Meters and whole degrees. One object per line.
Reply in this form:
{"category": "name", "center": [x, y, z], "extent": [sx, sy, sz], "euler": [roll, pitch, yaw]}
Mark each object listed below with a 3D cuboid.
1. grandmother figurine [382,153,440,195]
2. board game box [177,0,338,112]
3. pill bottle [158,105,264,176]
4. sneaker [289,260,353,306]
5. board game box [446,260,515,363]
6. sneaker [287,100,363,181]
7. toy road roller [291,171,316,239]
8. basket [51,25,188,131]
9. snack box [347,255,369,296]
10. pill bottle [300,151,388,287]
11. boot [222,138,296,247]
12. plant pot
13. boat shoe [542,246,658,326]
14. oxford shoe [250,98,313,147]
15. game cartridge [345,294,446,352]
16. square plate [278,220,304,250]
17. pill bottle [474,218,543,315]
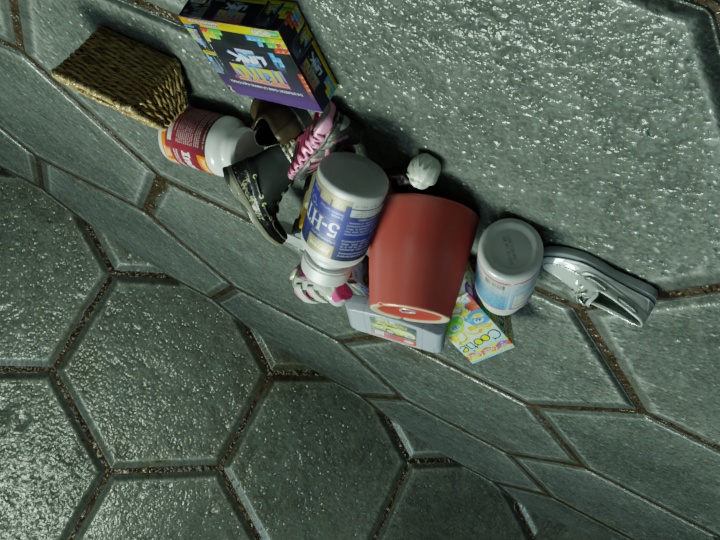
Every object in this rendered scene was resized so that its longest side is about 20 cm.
{"category": "grandmother figurine", "center": [0.071, -0.146, 1.245], "extent": [0.118, 0.062, 0.199], "euler": [6, 168, -22]}
{"category": "board game box", "center": [-0.150, -0.323, 1.107], "extent": [0.196, 0.058, 0.166], "euler": [19, 158, 31]}
{"category": "pill bottle", "center": [-0.284, -0.245, 1.432], "extent": [0.196, 0.115, 0.113], "euler": [18, 160, 31]}
{"category": "sneaker", "center": [-0.079, 0.030, 1.415], "extent": [0.082, 0.088, 0.200], "euler": [50, 177, -23]}
{"category": "board game box", "center": [0.212, 0.078, 1.474], "extent": [0.103, 0.105, 0.200], "euler": [-25, 133, 26]}
{"category": "sneaker", "center": [-0.058, -0.199, 1.248], "extent": [0.093, 0.081, 0.200], "euler": [18, 154, -19]}
{"category": "toy road roller", "center": [-0.038, -0.118, 1.393], "extent": [0.142, 0.126, 0.200], "euler": [17, 166, -11]}
{"category": "basket", "center": [-0.435, -0.321, 1.367], "extent": [0.196, 0.151, 0.144], "euler": [24, 148, 12]}
{"category": "snack box", "center": [0.000, 0.000, 1.478], "extent": [0.024, 0.074, 0.200], "euler": [-9, 167, 13]}
{"category": "pill bottle", "center": [-0.034, -0.077, 1.224], "extent": [0.117, 0.120, 0.203], "euler": [26, 128, 9]}
{"category": "boot", "center": [-0.146, -0.148, 1.389], "extent": [0.205, 0.152, 0.074], "euler": [56, -176, -43]}
{"category": "plant pot", "center": [0.095, -0.014, 1.265], "extent": [0.194, 0.183, 0.201], "euler": [10, 168, 2]}
{"category": "boat shoe", "center": [0.374, 0.025, 1.199], "extent": [0.196, 0.068, 0.074], "euler": [23, 161, 22]}
{"category": "oxford shoe", "center": [-0.153, -0.249, 1.231], "extent": [0.073, 0.084, 0.199], "euler": [51, 172, -26]}
{"category": "game cartridge", "center": [0.067, 0.100, 1.424], "extent": [0.195, 0.042, 0.134], "euler": [15, 156, 11]}
{"category": "square plate", "center": [-0.089, -0.052, 1.573], "extent": [0.196, 0.029, 0.198], "euler": [21, 173, 29]}
{"category": "pill bottle", "center": [0.248, 0.003, 1.271], "extent": [0.107, 0.110, 0.201], "euler": [24, 162, 15]}
